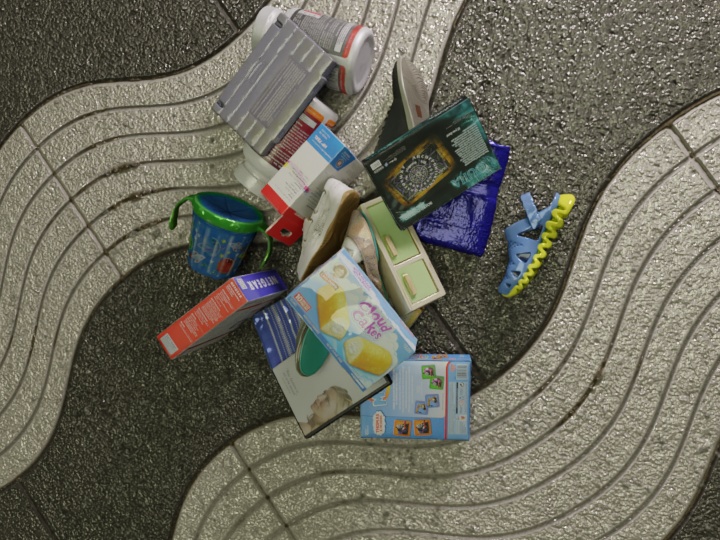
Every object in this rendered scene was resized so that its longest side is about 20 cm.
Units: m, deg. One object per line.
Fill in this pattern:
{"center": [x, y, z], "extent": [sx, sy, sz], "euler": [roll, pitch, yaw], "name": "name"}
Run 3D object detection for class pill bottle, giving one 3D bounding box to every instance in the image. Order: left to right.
{"center": [-0.139, -0.231, 1.129], "extent": [0.113, 0.113, 0.201], "euler": [40, 102, 8], "name": "pill bottle"}
{"center": [-0.084, -0.391, 1.100], "extent": [0.198, 0.116, 0.117], "euler": [20, 99, 11], "name": "pill bottle"}

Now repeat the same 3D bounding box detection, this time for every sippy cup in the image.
{"center": [-0.262, -0.060, 1.172], "extent": [0.177, 0.139, 0.132], "euler": [37, 114, 33], "name": "sippy cup"}

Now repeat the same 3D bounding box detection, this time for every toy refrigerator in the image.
{"center": [0.065, -0.029, 1.089], "extent": [0.075, 0.070, 0.202], "euler": [-22, 83, -20], "name": "toy refrigerator"}

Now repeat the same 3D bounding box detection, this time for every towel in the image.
{"center": [-0.104, 0.105, 1.163], "extent": [0.199, 0.024, 0.146], "euler": [-29, 73, 22], "name": "towel"}
{"center": [0.168, -0.136, 1.094], "extent": [0.146, 0.050, 0.203], "euler": [14, 98, 13], "name": "towel"}

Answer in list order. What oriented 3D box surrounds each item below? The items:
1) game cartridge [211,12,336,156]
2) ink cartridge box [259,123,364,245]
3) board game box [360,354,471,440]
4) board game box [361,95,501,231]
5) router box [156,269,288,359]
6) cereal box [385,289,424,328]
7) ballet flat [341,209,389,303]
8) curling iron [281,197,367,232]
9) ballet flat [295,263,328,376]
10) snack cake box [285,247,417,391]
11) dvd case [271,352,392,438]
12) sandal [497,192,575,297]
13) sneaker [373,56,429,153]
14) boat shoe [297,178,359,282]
{"center": [-0.145, -0.307, 1.049], "extent": [0.129, 0.038, 0.200], "euler": [42, 103, 3], "name": "game cartridge"}
{"center": [-0.096, -0.146, 1.107], "extent": [0.200, 0.116, 0.067], "euler": [-46, 70, 5], "name": "ink cartridge box"}
{"center": [0.097, 0.227, 1.126], "extent": [0.197, 0.037, 0.154], "euler": [0, 102, 4], "name": "board game box"}
{"center": [0.118, -0.174, 1.029], "extent": [0.199, 0.028, 0.136], "euler": [-31, 113, 1], "name": "board game box"}
{"center": [-0.243, 0.074, 1.136], "extent": [0.179, 0.200, 0.049], "euler": [-36, 86, 13], "name": "router box"}
{"center": [0.004, 0.106, 1.159], "extent": [0.143, 0.039, 0.201], "euler": [39, 103, 9], "name": "cereal box"}
{"center": [0.000, 0.000, 1.071], "extent": [0.067, 0.068, 0.203], "euler": [-22, 104, -24], "name": "ballet flat"}
{"center": [-0.071, -0.096, 1.168], "extent": [0.197, 0.026, 0.050], "euler": [-13, 89, 14], "name": "curling iron"}
{"center": [-0.076, 0.084, 1.101], "extent": [0.067, 0.063, 0.203], "euler": [18, 88, -33], "name": "ballet flat"}
{"center": [-0.012, 0.079, 1.023], "extent": [0.115, 0.067, 0.201], "euler": [-38, 94, 15], "name": "snack cake box"}
{"center": [-0.054, 0.188, 1.116], "extent": [0.199, 0.018, 0.144], "euler": [-36, 72, 18], "name": "dvd case"}
{"center": [0.282, -0.050, 1.064], "extent": [0.086, 0.079, 0.202], "euler": [28, 92, 13], "name": "sandal"}
{"center": [0.063, -0.266, 1.098], "extent": [0.105, 0.074, 0.203], "euler": [-19, 72, 41], "name": "sneaker"}
{"center": [-0.070, -0.070, 1.106], "extent": [0.069, 0.070, 0.201], "euler": [41, 118, 24], "name": "boat shoe"}
